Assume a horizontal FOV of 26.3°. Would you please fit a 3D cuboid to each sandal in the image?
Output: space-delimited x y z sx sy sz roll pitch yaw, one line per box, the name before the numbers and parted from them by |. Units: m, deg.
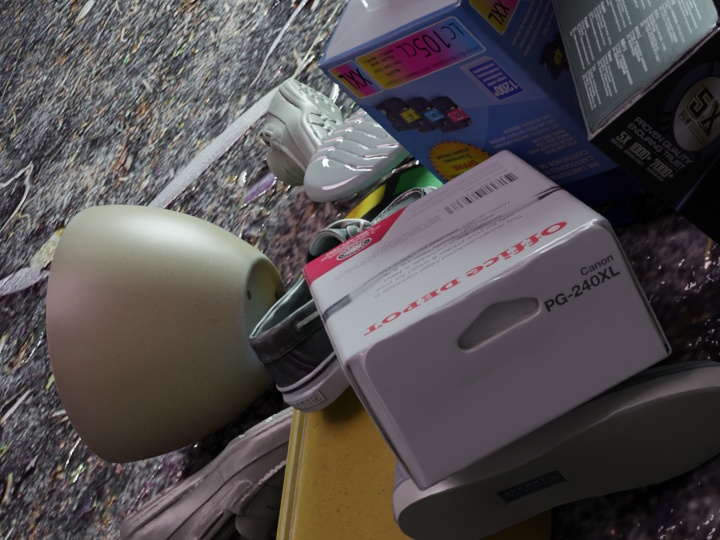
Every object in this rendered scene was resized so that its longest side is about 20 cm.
sandal | 0.036 -0.108 1.173 0.082 0.050 0.203 5 44 44

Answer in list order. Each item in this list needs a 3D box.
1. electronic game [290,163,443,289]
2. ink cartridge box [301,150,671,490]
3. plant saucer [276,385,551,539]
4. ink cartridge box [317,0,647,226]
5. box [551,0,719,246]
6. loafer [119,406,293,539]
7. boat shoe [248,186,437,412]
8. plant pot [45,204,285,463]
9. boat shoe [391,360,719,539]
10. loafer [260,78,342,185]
electronic game | 0.006 0.004 1.110 0.200 0.042 0.200 -40 25 23
ink cartridge box | 0.058 0.019 0.822 0.145 0.084 0.200 -29 16 0
plant saucer | 0.020 0.124 0.924 0.200 0.048 0.200 -22 47 34
ink cartridge box | 0.093 -0.102 0.930 0.136 0.200 0.077 -14 44 51
box | 0.189 -0.110 0.822 0.086 0.164 0.200 -41 30 27
loafer | -0.078 0.157 1.084 0.200 0.070 0.070 -37 -12 16
boat shoe | 0.000 0.000 0.985 0.072 0.071 0.200 -16 29 43
plant pot | -0.132 0.042 1.180 0.134 0.201 0.201 -7 49 19
boat shoe | 0.105 0.079 0.808 0.200 0.070 0.072 -22 45 17
loafer | -0.041 -0.098 1.275 0.070 0.070 0.200 -60 20 13
